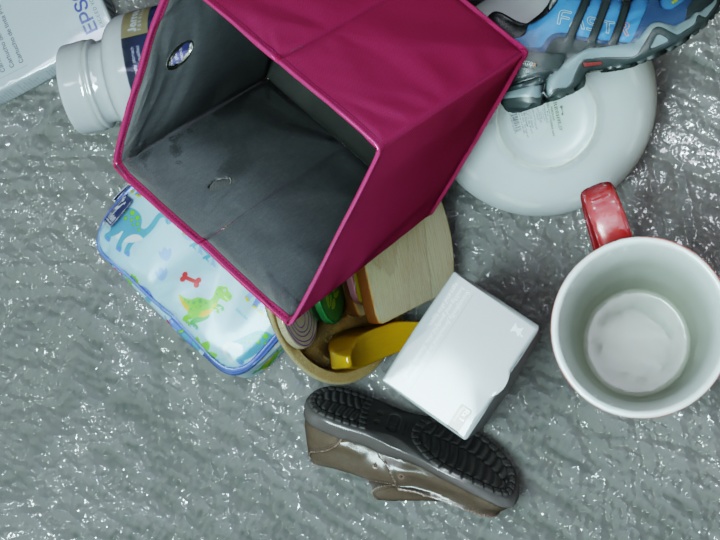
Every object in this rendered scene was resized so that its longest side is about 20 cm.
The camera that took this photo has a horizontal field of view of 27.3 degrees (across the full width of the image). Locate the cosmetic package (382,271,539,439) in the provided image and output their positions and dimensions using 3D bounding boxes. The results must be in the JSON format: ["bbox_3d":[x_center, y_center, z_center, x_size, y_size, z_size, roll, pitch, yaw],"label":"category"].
[{"bbox_3d":[0.088,0.070,1.207,0.090,0.200,0.107,34,89,11],"label":"cosmetic package"}]

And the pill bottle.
[{"bbox_3d":[-0.164,-0.183,1.323,0.198,0.111,0.112,-12,82,8],"label":"pill bottle"}]

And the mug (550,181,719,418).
[{"bbox_3d":[0.228,0.032,1.187,0.132,0.200,0.179,11,85,11],"label":"mug"}]

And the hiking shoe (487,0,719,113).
[{"bbox_3d":[0.191,-0.197,1.166,0.199,0.074,0.087,-24,96,-9],"label":"hiking shoe"}]

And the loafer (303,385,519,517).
[{"bbox_3d":[0.041,0.165,1.281,0.199,0.073,0.071,23,122,10],"label":"loafer"}]

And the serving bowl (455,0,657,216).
[{"bbox_3d":[0.153,-0.135,1.246,0.198,0.066,0.202,1,110,2],"label":"serving bowl"}]

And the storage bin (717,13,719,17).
[{"bbox_3d":[0.372,-0.103,1.145,0.093,0.198,0.202,-19,111,-25],"label":"storage bin"}]

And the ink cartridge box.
[{"bbox_3d":[-0.347,-0.263,1.400,0.199,0.041,0.201,-26,80,6],"label":"ink cartridge box"}]

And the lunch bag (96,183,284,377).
[{"bbox_3d":[-0.121,-0.019,1.316,0.161,0.082,0.200,-45,80,-1],"label":"lunch bag"}]

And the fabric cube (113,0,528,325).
[{"bbox_3d":[-0.034,-0.123,1.114,0.200,0.199,0.197,41,136,12],"label":"fabric cube"}]

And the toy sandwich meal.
[{"bbox_3d":[0.000,0.000,1.240,0.070,0.204,0.207,-4,82,40],"label":"toy sandwich meal"}]
